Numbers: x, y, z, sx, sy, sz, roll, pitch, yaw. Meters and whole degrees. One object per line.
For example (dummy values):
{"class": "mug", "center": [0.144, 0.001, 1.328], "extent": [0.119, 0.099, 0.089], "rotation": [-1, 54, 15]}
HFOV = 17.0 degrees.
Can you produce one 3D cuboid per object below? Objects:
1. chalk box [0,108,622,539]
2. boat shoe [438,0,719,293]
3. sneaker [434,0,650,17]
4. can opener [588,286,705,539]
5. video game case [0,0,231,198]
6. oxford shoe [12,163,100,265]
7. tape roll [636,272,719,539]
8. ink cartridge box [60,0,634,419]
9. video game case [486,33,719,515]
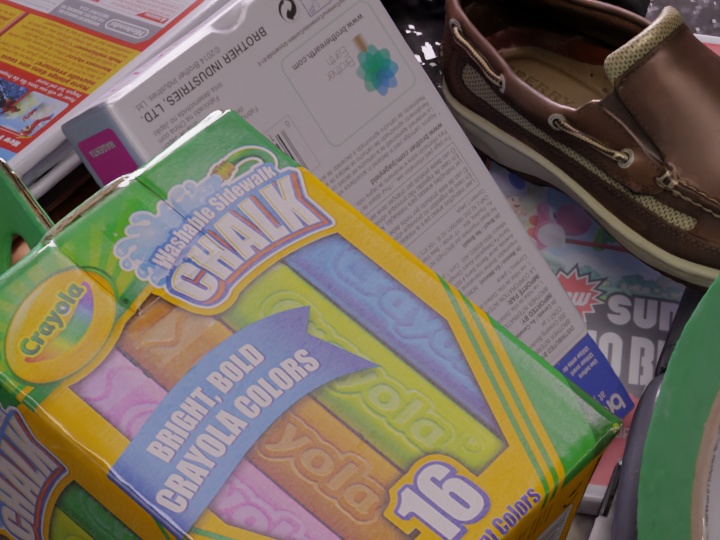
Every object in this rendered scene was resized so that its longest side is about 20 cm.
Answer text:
{"class": "chalk box", "center": [-0.049, 0.050, 0.704], "extent": [0.200, 0.125, 0.124], "rotation": [38, 55, 16]}
{"class": "boat shoe", "center": [0.103, -0.052, 0.841], "extent": [0.202, 0.075, 0.075], "rotation": [25, 57, 34]}
{"class": "sneaker", "center": [0.027, -0.157, 0.945], "extent": [0.199, 0.060, 0.105], "rotation": [12, 66, 19]}
{"class": "can opener", "center": [0.133, 0.026, 0.845], "extent": [0.053, 0.067, 0.201], "rotation": [21, 65, 6]}
{"class": "video game case", "center": [-0.130, -0.077, 0.875], "extent": [0.143, 0.017, 0.200], "rotation": [23, 55, 42]}
{"class": "oxford shoe", "center": [-0.066, -0.039, 0.898], "extent": [0.200, 0.071, 0.071], "rotation": [-41, 100, -20]}
{"class": "tape roll", "center": [0.165, 0.074, 0.705], "extent": [0.048, 0.200, 0.201], "rotation": [6, 58, -37]}
{"class": "ink cartridge box", "center": [0.000, 0.000, 0.821], "extent": [0.119, 0.042, 0.200], "rotation": [-41, 100, -35]}
{"class": "video game case", "center": [0.114, -0.001, 0.905], "extent": [0.142, 0.017, 0.201], "rotation": [8, 63, 1]}
